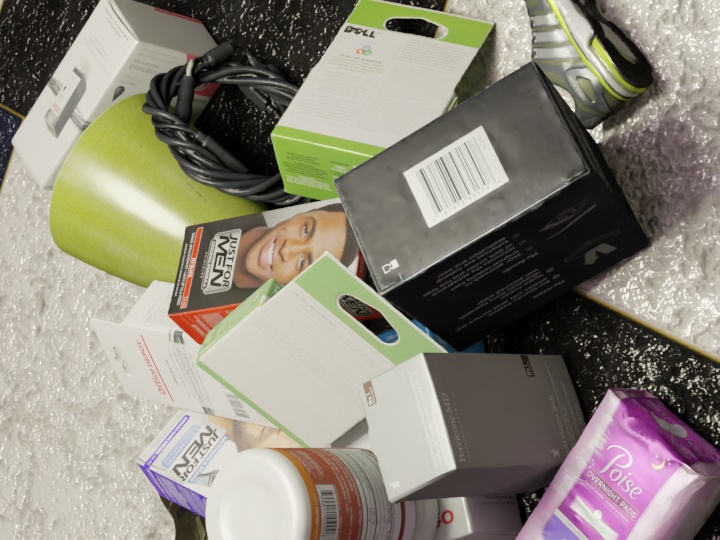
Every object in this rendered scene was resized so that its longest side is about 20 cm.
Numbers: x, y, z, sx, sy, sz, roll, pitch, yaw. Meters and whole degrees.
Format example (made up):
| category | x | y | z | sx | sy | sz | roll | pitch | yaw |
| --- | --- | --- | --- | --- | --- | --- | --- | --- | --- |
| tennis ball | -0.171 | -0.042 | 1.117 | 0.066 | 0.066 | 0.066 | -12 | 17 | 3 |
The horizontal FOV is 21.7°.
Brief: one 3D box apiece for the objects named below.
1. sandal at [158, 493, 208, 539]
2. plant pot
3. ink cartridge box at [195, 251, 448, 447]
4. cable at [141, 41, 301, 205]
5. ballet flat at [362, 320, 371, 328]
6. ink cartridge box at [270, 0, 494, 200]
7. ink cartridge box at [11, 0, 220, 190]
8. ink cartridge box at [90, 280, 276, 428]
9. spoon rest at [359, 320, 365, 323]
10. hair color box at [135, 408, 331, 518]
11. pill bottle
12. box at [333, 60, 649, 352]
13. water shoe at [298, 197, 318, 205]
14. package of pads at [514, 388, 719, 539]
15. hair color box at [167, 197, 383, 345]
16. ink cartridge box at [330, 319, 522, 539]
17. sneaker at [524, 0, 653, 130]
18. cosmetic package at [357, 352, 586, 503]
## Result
| category | x | y | z | sx | sy | sz | roll | pitch | yaw |
| --- | --- | --- | --- | --- | --- | --- | --- | --- | --- |
| sandal | -0.155 | 0.257 | 1.898 | 0.082 | 0.054 | 0.201 | -48 | 42 | 18 |
| plant pot | -0.177 | -0.048 | 1.885 | 0.199 | 0.187 | 0.188 | 32 | 105 | 24 |
| ink cartridge box | -0.031 | 0.064 | 1.635 | 0.200 | 0.145 | 0.048 | -40 | 18 | 37 |
| cable | -0.120 | -0.143 | 1.852 | 0.201 | 0.162 | 0.051 | 53 | 143 | 25 |
| ballet flat | 0.000 | 0.000 | 1.790 | 0.201 | 0.067 | 0.064 | -62 | 21 | 12 |
| ink cartridge box | 0.028 | -0.153 | 1.741 | 0.146 | 0.076 | 0.201 | 14 | 51 | 22 |
| ink cartridge box | -0.250 | -0.174 | 1.971 | 0.200 | 0.145 | 0.085 | -51 | 55 | 24 |
| ink cartridge box | -0.153 | 0.078 | 1.828 | 0.198 | 0.117 | 0.068 | 9 | 46 | 31 |
| spoon rest | 0.031 | -0.002 | 1.731 | 0.200 | 0.061 | 0.099 | -43 | 88 | -2 |
| hair color box | -0.111 | 0.193 | 1.825 | 0.199 | 0.065 | 0.110 | 20 | 60 | 39 |
| pill bottle | -0.026 | 0.205 | 1.581 | 0.111 | 0.199 | 0.114 | -5 | 82 | 39 |
| box | 0.112 | -0.047 | 1.574 | 0.196 | 0.200 | 0.118 | -30 | 64 | 12 |
| water shoe | -0.050 | -0.030 | 1.798 | 0.071 | 0.079 | 0.201 | 29 | 95 | 7 |
| package of pads | 0.212 | 0.210 | 1.568 | 0.120 | 0.075 | 0.201 | 42 | 111 | 33 |
| hair color box | -0.071 | 0.000 | 1.705 | 0.198 | 0.061 | 0.102 | -10 | 55 | 27 |
| ink cartridge box | 0.051 | 0.160 | 1.707 | 0.144 | 0.083 | 0.202 | -24 | 70 | 36 |
| sneaker | 0.173 | -0.209 | 1.662 | 0.081 | 0.073 | 0.201 | -49 | 54 | 28 |
| cosmetic package | 0.100 | 0.131 | 1.591 | 0.090 | 0.199 | 0.108 | -29 | 70 | 34 |
